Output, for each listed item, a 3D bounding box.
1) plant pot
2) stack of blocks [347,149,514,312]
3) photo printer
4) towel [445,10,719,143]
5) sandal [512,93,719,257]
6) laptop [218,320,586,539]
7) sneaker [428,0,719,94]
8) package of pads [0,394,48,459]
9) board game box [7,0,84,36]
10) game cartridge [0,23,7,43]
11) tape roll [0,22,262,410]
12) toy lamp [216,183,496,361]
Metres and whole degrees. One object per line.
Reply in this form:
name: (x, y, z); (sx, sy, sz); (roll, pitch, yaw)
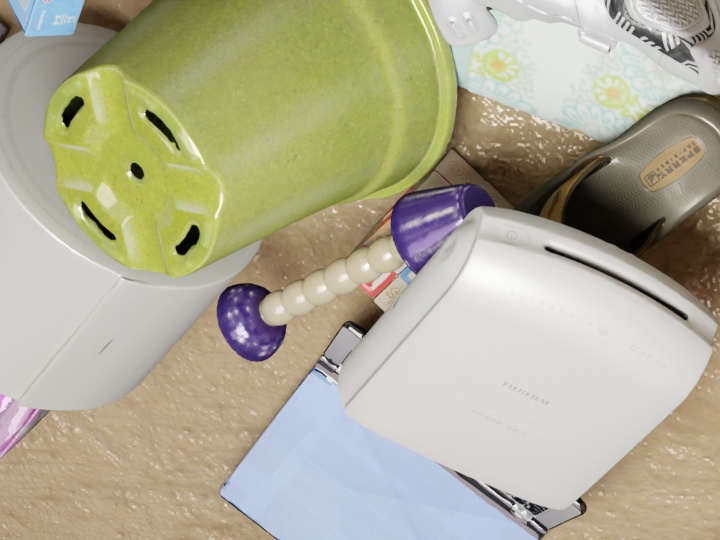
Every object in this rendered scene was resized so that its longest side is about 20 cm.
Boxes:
plant pot: (-0.077, -0.093, 1.680); (0.200, 0.184, 0.201); (24, 132, 29)
stack of blocks: (0.101, 0.022, 1.767); (0.200, 0.059, 0.115); (43, 129, -3)
photo printer: (0.098, 0.048, 1.657); (0.166, 0.070, 0.200); (25, 143, -12)
towel: (0.146, -0.161, 1.636); (0.171, 0.048, 0.200); (23, 128, 13)
sandal: (0.141, -0.024, 1.656); (0.082, 0.055, 0.200); (48, 124, -6)
laptop: (0.022, 0.145, 1.845); (0.187, 0.116, 0.200); (37, 169, 1)
sneaker: (0.113, -0.154, 1.585); (0.200, 0.075, 0.115); (42, 135, -7)
package of pads: (-0.247, 0.051, 1.879); (0.120, 0.200, 0.076); (38, 100, -1)
board game box: (-0.196, -0.258, 1.683); (0.200, 0.037, 0.151); (59, 140, 36)
game cartridge: (-0.325, -0.130, 1.906); (0.133, 0.040, 0.200); (36, 129, -2)
tape roll: (-0.176, -0.034, 1.784); (0.203, 0.203, 0.139); (41, 128, -2)
toy lamp: (0.000, 0.000, 1.732); (0.200, 0.058, 0.058); (-28, 105, 40)
